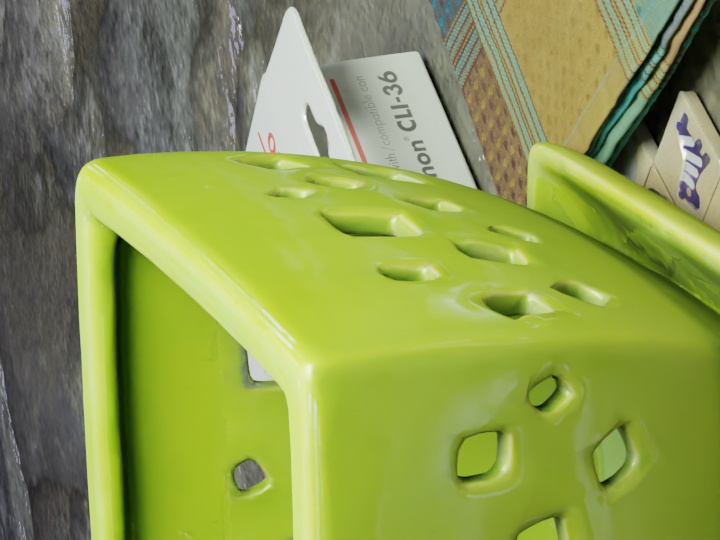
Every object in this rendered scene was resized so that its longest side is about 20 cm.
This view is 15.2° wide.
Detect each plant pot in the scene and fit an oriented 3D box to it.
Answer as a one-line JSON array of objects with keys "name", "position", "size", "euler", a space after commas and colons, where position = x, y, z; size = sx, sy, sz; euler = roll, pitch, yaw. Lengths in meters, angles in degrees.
[{"name": "plant pot", "position": [0.033, 0.072, 0.788], "size": [0.199, 0.181, 0.201], "euler": [-141, 46, -61]}]

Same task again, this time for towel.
[{"name": "towel", "position": [0.068, -0.111, 0.862], "size": [0.200, 0.022, 0.147], "euler": [117, 141, -57]}]

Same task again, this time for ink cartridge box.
[{"name": "ink cartridge box", "position": [0.000, 0.000, 1.037], "size": [0.200, 0.067, 0.117], "euler": [106, 149, -52]}]

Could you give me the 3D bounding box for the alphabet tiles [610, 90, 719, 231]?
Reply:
[{"name": "alphabet tiles", "position": [0.096, 0.023, 0.870], "size": [0.167, 0.008, 0.200], "euler": [105, 149, -48]}]
